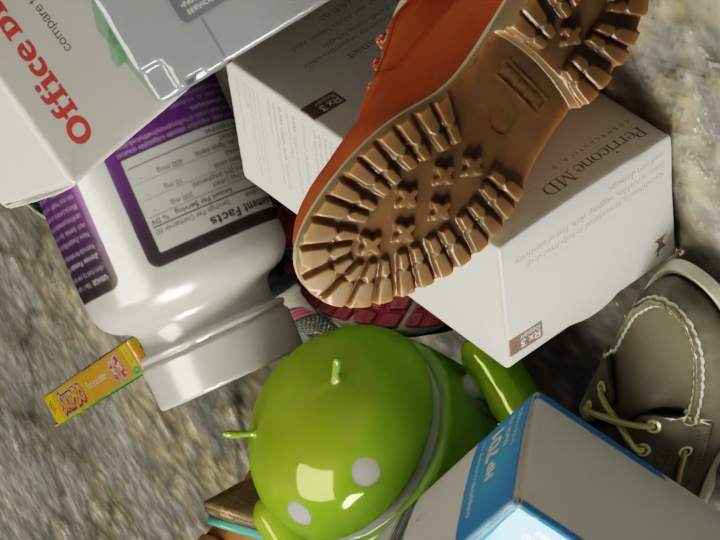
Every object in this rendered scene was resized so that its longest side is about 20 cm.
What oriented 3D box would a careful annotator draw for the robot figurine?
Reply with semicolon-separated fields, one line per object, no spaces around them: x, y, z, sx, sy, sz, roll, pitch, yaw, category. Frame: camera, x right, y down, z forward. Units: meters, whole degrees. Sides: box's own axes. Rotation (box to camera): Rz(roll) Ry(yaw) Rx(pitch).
0.025;0.100;1.486;0.200;0.175;0.116;30;-147;-40;robot figurine

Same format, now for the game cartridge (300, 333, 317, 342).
0.017;0.116;1.690;0.133;0.042;0.200;37;148;28;game cartridge

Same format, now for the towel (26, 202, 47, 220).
-0.145;-0.045;1.655;0.152;0.023;0.200;35;-169;38;towel

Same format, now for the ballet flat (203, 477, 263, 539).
0.016;0.134;1.588;0.200;0.073;0.068;19;180;-7;ballet flat

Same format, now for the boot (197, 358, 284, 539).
-0.066;0.146;1.649;0.077;0.155;0.200;42;151;28;boot

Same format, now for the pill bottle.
-0.106;-0.035;1.499;0.111;0.111;0.200;-24;90;64;pill bottle

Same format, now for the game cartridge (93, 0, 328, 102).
-0.041;-0.181;1.304;0.134;0.200;0.040;59;-166;-8;game cartridge

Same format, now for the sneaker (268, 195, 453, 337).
0.000;0.000;1.555;0.075;0.081;0.200;36;166;-35;sneaker

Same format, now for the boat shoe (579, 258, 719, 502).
0.139;0.074;1.394;0.072;0.060;0.202;43;151;25;boat shoe

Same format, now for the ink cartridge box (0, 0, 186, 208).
-0.128;-0.147;1.389;0.145;0.200;0.084;55;151;-15;ink cartridge box

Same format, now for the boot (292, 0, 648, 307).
0.031;-0.069;1.281;0.075;0.200;0.107;50;166;-32;boot

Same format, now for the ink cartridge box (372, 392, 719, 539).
0.075;0.174;1.395;0.146;0.086;0.200;34;129;-16;ink cartridge box

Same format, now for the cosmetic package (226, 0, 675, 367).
0.041;-0.053;1.365;0.200;0.113;0.081;33;146;37;cosmetic package

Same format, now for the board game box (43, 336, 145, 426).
-0.132;0.050;1.802;0.030;0.095;0.200;57;154;2;board game box
